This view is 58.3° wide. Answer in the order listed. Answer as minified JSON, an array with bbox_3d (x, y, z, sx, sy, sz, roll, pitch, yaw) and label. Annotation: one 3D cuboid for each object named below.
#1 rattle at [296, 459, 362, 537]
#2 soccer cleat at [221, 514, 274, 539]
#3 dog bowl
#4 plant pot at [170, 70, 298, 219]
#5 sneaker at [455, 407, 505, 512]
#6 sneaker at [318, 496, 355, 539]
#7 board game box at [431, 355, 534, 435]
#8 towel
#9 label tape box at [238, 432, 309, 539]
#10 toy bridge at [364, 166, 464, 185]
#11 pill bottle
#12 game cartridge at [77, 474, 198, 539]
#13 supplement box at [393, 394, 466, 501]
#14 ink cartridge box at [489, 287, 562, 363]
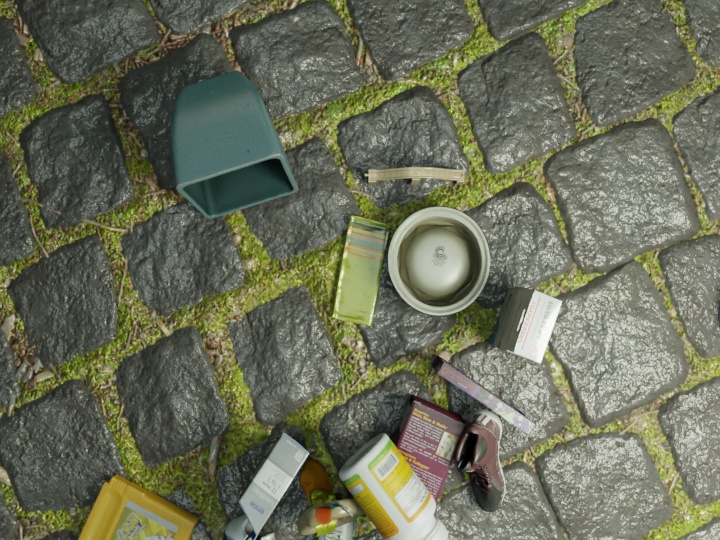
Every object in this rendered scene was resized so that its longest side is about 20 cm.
[{"bbox_3d":[-0.063,0.386,1.139,0.126,0.201,0.147,-4,61,7],"label":"rattle"},{"bbox_3d":[-0.181,0.553,1.221,0.086,0.070,0.202,-36,88,0],"label":"soccer cleat"},{"bbox_3d":[0.147,-0.016,1.236,0.194,0.074,0.207,0,88,1],"label":"dog bowl"},{"bbox_3d":[-0.242,-0.242,1.198,0.191,0.196,0.206,-16,78,0],"label":"plant pot"},{"bbox_3d":[0.209,0.365,1.183,0.074,0.114,0.206,2,103,37],"label":"sneaker"},{"bbox_3d":[-0.055,0.535,1.213,0.073,0.087,0.206,10,87,3],"label":"sneaker"},{"bbox_3d":[0.224,0.229,1.203,0.197,0.120,0.033,34,85,1],"label":"board game box"},{"bbox_3d":[0.000,0.000,1.265,0.083,0.018,0.206,11,88,2],"label":"towel"},{"bbox_3d":[-0.177,0.399,1.164,0.065,0.144,0.202,36,70,1],"label":"label tape box"},{"bbox_3d":[0.104,-0.183,1.245,0.193,0.067,0.028,0,88,0],"label":"toy bridge"},{"bbox_3d":[0.061,0.397,1.118,0.110,0.111,0.202,-38,86,-1],"label":"pill bottle"},{"bbox_3d":[-0.436,0.517,1.245,0.196,0.032,0.180,25,88,0],"label":"game cartridge"},{"bbox_3d":[0.110,0.354,1.217,0.108,0.086,0.205,22,89,2],"label":"supplement box"},{"bbox_3d":[0.300,0.097,1.166,0.066,0.200,0.118,20,89,1],"label":"ink cartridge box"}]
